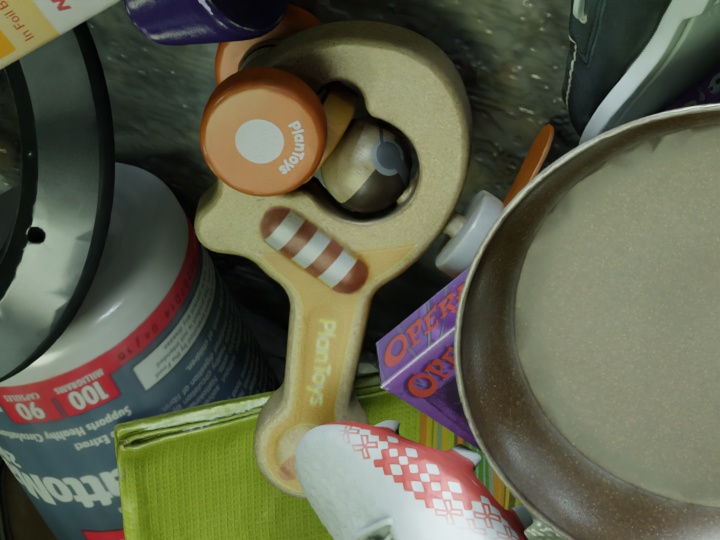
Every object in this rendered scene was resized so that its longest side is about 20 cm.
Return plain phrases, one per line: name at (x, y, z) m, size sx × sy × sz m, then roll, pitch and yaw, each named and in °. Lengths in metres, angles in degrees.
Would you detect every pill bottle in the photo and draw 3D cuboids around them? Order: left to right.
pill bottle at (-0.094, 0.063, 1.211) m, size 0.119 × 0.120 × 0.201 m, roll -1°, pitch 135°, yaw 30°

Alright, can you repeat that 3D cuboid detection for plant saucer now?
plant saucer at (0.133, 0.024, 0.986) m, size 0.199 × 0.032 × 0.201 m, roll 4°, pitch 122°, yaw 6°

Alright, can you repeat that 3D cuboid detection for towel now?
towel at (-0.001, 0.081, 1.165) m, size 0.199 × 0.018 × 0.087 m, roll -10°, pitch 126°, yaw -10°

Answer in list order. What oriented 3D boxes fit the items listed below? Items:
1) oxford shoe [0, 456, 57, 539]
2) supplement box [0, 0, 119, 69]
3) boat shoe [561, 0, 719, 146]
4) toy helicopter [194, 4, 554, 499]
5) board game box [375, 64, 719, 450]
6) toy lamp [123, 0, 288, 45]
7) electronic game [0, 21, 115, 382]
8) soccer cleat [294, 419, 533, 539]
oxford shoe at (-0.119, 0.168, 1.314) m, size 0.084 × 0.072 × 0.201 m, roll -25°, pitch 79°, yaw 37°
supplement box at (-0.085, -0.162, 0.907) m, size 0.199 × 0.074 × 0.126 m, roll -29°, pitch 126°, yaw 11°
boat shoe at (0.105, -0.102, 0.955) m, size 0.060 × 0.075 × 0.200 m, roll 53°, pitch 153°, yaw 12°
toy helicopter at (0.000, 0.000, 1.084) m, size 0.131 × 0.079 × 0.201 m, roll 7°, pitch 117°, yaw -1°
board game box at (0.116, 0.006, 1.028) m, size 0.200 × 0.032 × 0.120 m, roll -39°, pitch 129°, yaw 26°
toy lamp at (-0.006, -0.125, 0.997) m, size 0.199 × 0.058 × 0.058 m, roll -18°, pitch 126°, yaw 39°
electronic game at (-0.174, -0.051, 1.110) m, size 0.199 × 0.042 × 0.202 m, roll 6°, pitch 101°, yaw 35°
soccer cleat at (0.039, 0.132, 1.044) m, size 0.200 × 0.085 × 0.069 m, roll 41°, pitch 141°, yaw 19°
